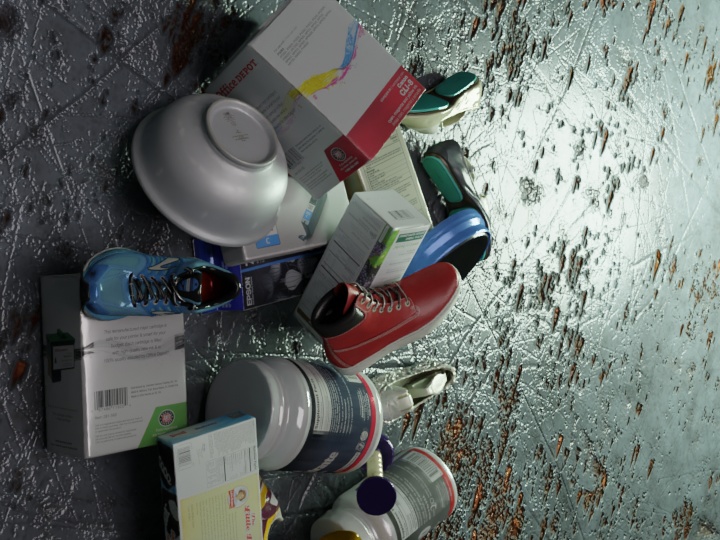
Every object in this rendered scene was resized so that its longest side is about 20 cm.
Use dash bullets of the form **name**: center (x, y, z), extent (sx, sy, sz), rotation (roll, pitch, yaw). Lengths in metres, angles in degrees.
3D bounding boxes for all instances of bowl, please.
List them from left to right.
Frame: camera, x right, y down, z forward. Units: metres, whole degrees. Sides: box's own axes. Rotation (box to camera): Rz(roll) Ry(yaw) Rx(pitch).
- **bowl**: center (-0.157, -0.134, 1.518), extent (0.200, 0.090, 0.202), rotation (24, 45, -26)
- **bowl**: center (0.100, 0.001, 1.801), extent (0.200, 0.039, 0.201), rotation (-39, 163, -14)

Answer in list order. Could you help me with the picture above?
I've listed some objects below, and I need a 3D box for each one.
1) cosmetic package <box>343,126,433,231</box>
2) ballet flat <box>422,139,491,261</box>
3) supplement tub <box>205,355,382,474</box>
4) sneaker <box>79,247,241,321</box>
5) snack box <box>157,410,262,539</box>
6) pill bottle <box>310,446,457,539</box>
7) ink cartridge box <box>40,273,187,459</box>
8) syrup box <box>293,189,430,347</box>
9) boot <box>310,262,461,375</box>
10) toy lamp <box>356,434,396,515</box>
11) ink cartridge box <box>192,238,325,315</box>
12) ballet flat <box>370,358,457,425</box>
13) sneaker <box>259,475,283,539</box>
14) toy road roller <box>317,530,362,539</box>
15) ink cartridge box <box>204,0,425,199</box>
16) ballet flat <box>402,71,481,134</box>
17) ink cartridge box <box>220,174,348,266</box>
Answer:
- **cosmetic package**: center (0.021, -0.107, 1.773), extent (0.105, 0.071, 0.201), rotation (-27, 104, -39)
- **ballet flat**: center (0.157, -0.109, 1.940), extent (0.073, 0.073, 0.201), rotation (-47, 122, -34)
- **supplement tub**: center (-0.081, 0.182, 1.650), extent (0.199, 0.140, 0.141), rotation (12, 84, -46)
- **sneaker**: center (-0.213, 0.012, 1.416), extent (0.199, 0.090, 0.079), rotation (-5, 94, -46)
- **snack box**: center (-0.171, 0.274, 1.520), extent (0.116, 0.037, 0.201), rotation (-14, 108, -39)
- **pill bottle**: center (0.032, 0.335, 1.800), extent (0.200, 0.114, 0.115), rotation (-29, 113, -41)
- **ink cartridge box**: center (-0.276, 0.098, 1.478), extent (0.146, 0.084, 0.201), rotation (-4, 94, -47)
- **syrup box**: center (0.000, 0.000, 1.673), extent (0.079, 0.081, 0.201), rotation (-9, 134, -48)
- **boot**: center (0.034, 0.034, 1.609), extent (0.200, 0.072, 0.144), rotation (-35, 148, -9)
- **toy lamp**: center (0.020, 0.261, 1.735), extent (0.058, 0.200, 0.059), rotation (-1, 102, -2)
- **ink cartridge box**: center (-0.123, -0.008, 1.670), extent (0.199, 0.039, 0.100), rotation (-16, 105, -44)
- **ballet flat**: center (0.063, 0.172, 1.859), extent (0.200, 0.072, 0.072), rotation (-25, 110, -42)
- **sneaker**: center (-0.165, 0.349, 1.619), extent (0.200, 0.075, 0.090), rotation (-49, 120, -32)
- **toy road roller**: center (-0.061, 0.408, 1.654), extent (0.123, 0.199, 0.146), rotation (64, 36, -36)
- **ink cartridge box**: center (-0.057, -0.221, 1.601), extent (0.200, 0.145, 0.145), rotation (43, 58, -11)
- **ballet flat**: center (0.110, -0.230, 1.890), extent (0.200, 0.069, 0.070), rotation (-29, 113, -43)
- **ink cartridge box**: center (-0.106, -0.108, 1.644), extent (0.199, 0.045, 0.177), rotation (-14, 88, -46)
